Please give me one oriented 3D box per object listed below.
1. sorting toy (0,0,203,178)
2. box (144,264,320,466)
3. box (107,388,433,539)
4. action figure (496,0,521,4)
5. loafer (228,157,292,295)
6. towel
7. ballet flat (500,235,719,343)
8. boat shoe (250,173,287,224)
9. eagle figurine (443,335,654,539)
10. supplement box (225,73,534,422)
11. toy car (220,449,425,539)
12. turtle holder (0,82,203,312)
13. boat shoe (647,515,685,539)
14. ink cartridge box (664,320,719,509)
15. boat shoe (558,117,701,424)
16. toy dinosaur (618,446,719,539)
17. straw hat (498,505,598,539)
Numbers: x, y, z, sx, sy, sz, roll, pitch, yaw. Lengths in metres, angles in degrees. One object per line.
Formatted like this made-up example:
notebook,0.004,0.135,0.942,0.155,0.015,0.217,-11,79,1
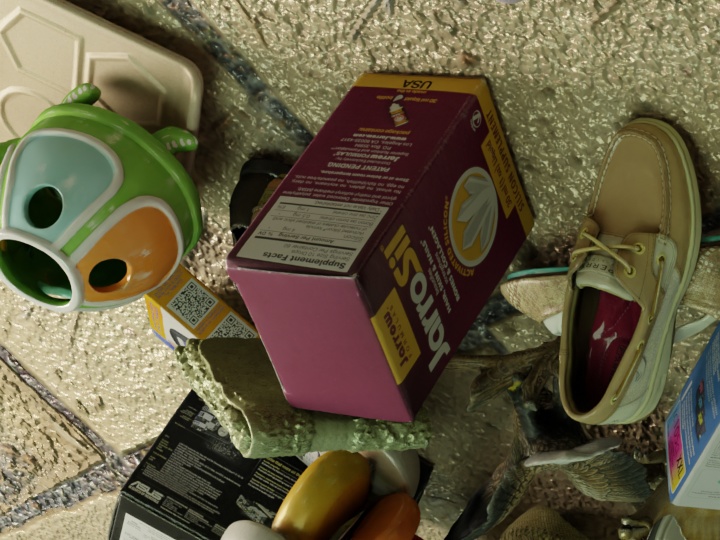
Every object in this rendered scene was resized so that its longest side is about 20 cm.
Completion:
sorting toy,-0.199,-0.126,1.743,0.200,0.036,0.185,30,143,13
box,-0.078,0.082,1.809,0.200,0.041,0.119,42,167,10
box,-0.071,0.185,1.874,0.200,0.164,0.086,28,143,7
action figure,0.012,-0.254,1.420,0.200,0.134,0.149,25,-174,32
loafer,-0.064,0.010,1.754,0.073,0.071,0.200,9,137,29
towel,-0.040,0.086,1.652,0.200,0.148,0.037,-140,53,-67
ballet flat,0.173,0.023,1.587,0.070,0.065,0.200,8,166,-43
boat shoe,0.000,0.000,1.697,0.072,0.068,0.200,2,155,41
eagle figurine,0.129,0.129,1.691,0.151,0.151,0.200,16,133,26
supplement box,0.017,-0.019,1.558,0.103,0.200,0.131,6,136,32
toy car,-0.010,0.213,1.691,0.150,0.175,0.200,37,148,11
turtle holder,-0.209,-0.050,1.689,0.185,0.132,0.141,36,144,4
boat shoe,0.224,0.213,1.709,0.067,0.200,0.057,24,-175,-13
ink cartridge box,0.289,0.076,1.523,0.136,0.076,0.200,6,144,-10
boat shoe,0.167,0.004,1.512,0.074,0.066,0.201,11,102,36
toy dinosaur,0.253,0.143,1.655,0.058,0.200,0.101,-170,76,-65
straw hat,0.140,0.228,1.823,0.201,0.085,0.201,24,158,10
